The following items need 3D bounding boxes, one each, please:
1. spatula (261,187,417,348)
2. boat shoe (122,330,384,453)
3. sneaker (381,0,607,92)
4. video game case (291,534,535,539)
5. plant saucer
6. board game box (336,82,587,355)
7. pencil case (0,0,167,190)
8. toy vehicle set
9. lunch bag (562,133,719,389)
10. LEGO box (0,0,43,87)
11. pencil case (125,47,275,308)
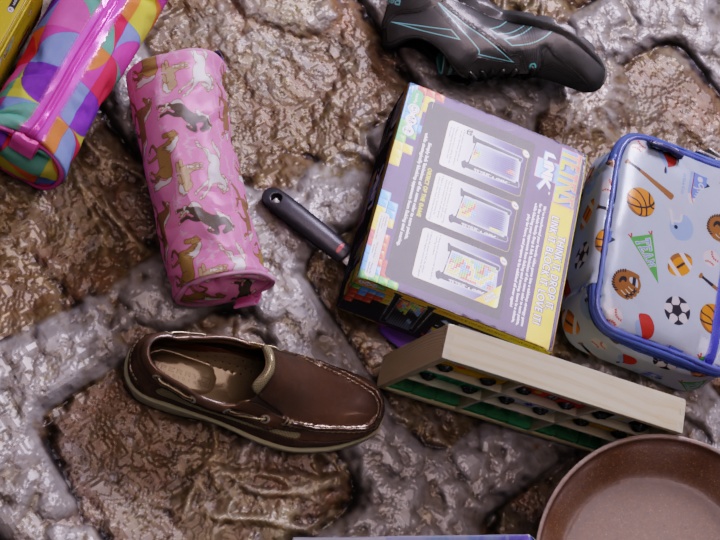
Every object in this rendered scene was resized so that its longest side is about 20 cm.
[{"bbox_3d":[0.000,0.000,1.272,0.200,0.021,0.057,41,68,2],"label":"spatula"},{"bbox_3d":[-0.074,0.088,1.187,0.201,0.075,0.075,10,68,-13],"label":"boat shoe"},{"bbox_3d":[0.111,-0.187,1.359,0.199,0.075,0.080,23,79,0],"label":"sneaker"},{"bbox_3d":[0.032,0.285,1.105,0.180,0.045,0.201,-4,63,21],"label":"video game case"},{"bbox_3d":[0.219,0.221,1.161,0.199,0.037,0.201,3,71,-8],"label":"plant saucer"},{"bbox_3d":[0.084,-0.034,1.277,0.165,0.057,0.201,22,56,-9],"label":"board game box"},{"bbox_3d":[-0.220,-0.161,1.230,0.088,0.088,0.201,26,67,-6],"label":"pencil case"},{"bbox_3d":[0.127,0.093,1.207,0.199,0.124,0.027,18,71,-16],"label":"toy vehicle set"},{"bbox_3d":[0.256,-0.011,1.318,0.160,0.076,0.201,20,67,-11],"label":"lunch bag"},{"bbox_3d":[-0.345,-0.164,1.197,0.148,0.077,0.201,25,65,-5],"label":"LEGO box"},{"bbox_3d":[-0.123,-0.069,1.226,0.086,0.083,0.201,-4,71,-27],"label":"pencil case"}]
